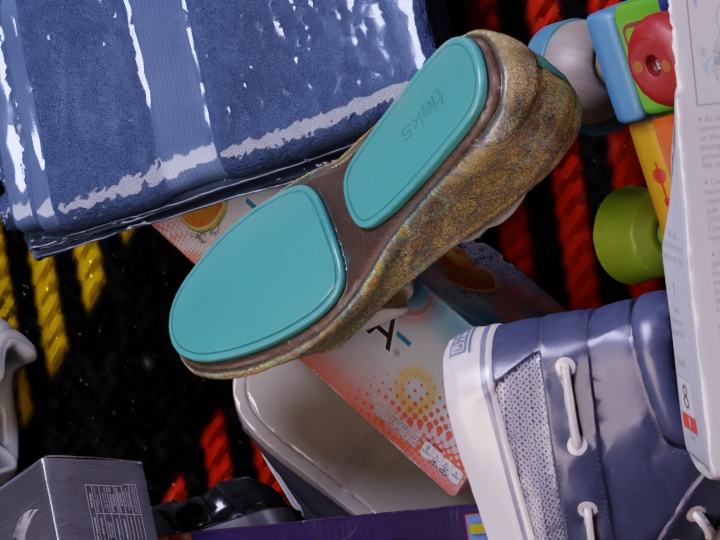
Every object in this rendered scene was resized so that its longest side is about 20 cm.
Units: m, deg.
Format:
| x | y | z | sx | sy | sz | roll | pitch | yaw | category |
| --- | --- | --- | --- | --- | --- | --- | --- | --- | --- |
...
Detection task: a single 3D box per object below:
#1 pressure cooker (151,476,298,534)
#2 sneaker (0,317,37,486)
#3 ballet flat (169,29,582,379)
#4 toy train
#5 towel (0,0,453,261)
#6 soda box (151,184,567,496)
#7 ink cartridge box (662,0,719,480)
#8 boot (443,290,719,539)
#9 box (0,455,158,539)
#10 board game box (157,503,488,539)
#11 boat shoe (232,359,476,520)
| x | y | z | sx | sy | sz | roll | pitch | yaw | category |
| --- | --- | --- | --- | --- | --- | --- | --- | --- | --- |
| -0.072 | 0.208 | 1.195 | 0.176 | 0.178 | 0.201 | -36 | 76 | 35 | pressure cooker |
| -0.208 | 0.100 | 1.346 | 0.092 | 0.076 | 0.201 | 28 | 116 | 25 | sneaker |
| 0.009 | -0.015 | 1.082 | 0.200 | 0.071 | 0.071 | -42 | 74 | 34 | ballet flat |
| 0.133 | -0.012 | 1.064 | 0.116 | 0.084 | 0.201 | -10 | 101 | 54 | toy train |
| -0.058 | -0.083 | 1.136 | 0.199 | 0.048 | 0.112 | -16 | 76 | 22 | towel |
| 0.000 | 0.000 | 1.168 | 0.200 | 0.063 | 0.069 | 41 | 120 | 23 | soda box |
| 0.182 | -0.037 | 0.976 | 0.161 | 0.050 | 0.201 | -6 | 94 | -3 | ink cartridge box |
| 0.102 | 0.108 | 1.069 | 0.090 | 0.073 | 0.201 | -14 | 107 | 20 | boot |
| -0.122 | 0.190 | 1.059 | 0.158 | 0.048 | 0.201 | -35 | 60 | 43 | box |
| -0.008 | 0.195 | 1.090 | 0.057 | 0.165 | 0.201 | 124 | 140 | -70 | board game box |
| 0.025 | 0.108 | 1.189 | 0.200 | 0.073 | 0.063 | 46 | 166 | 15 | boat shoe |
